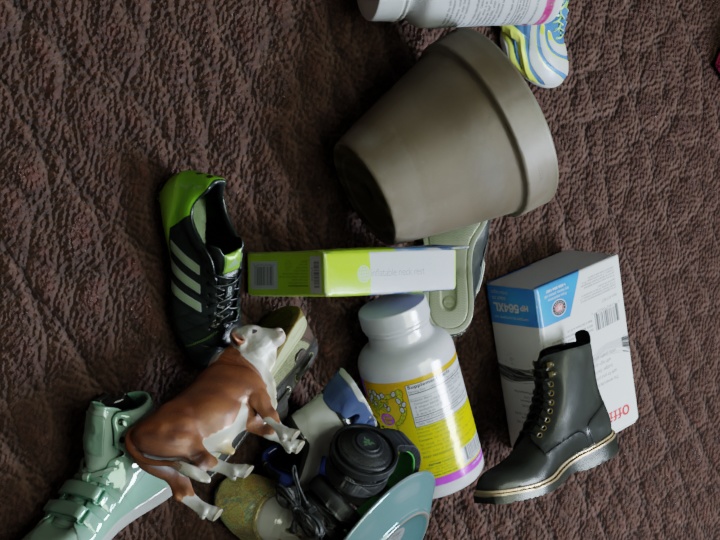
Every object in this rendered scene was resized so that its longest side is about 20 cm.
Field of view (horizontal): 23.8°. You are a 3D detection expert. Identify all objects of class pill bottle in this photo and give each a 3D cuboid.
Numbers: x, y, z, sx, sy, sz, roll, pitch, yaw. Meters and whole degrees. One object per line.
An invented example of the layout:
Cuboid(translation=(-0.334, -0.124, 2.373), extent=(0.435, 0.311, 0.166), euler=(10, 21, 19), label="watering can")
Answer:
Cuboid(translation=(0.057, 0.127, 1.764), extent=(0.104, 0.104, 0.202), euler=(-29, 112, -37), label="pill bottle")
Cuboid(translation=(0.100, -0.304, 1.729), extent=(0.198, 0.113, 0.115), euler=(-5, 97, -17), label="pill bottle")

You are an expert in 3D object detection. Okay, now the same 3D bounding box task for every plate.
Cuboid(translation=(0.015, 0.283, 1.662), extent=(0.200, 0.025, 0.201), euler=(-43, 156, -24), label="plate")

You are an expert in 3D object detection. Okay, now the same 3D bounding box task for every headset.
Cuboid(translation=(-0.009, 0.213, 1.605), extent=(0.199, 0.094, 0.124), euler=(8, 121, -53), label="headset")

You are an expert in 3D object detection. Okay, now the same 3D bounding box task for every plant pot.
Cuboid(translation=(0.075, -0.116, 1.719), extent=(0.172, 0.200, 0.202), euler=(-31, 114, -16), label="plant pot")

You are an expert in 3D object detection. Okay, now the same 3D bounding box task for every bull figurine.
Cuboid(translation=(-0.120, 0.131, 1.533), extent=(0.200, 0.121, 0.065), euler=(-38, 160, -37), label="bull figurine")

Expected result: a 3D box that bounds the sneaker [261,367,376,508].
Cuboid(translation=(-0.037, 0.187, 1.695), extent=(0.114, 0.081, 0.200), euler=(-28, 140, -9), label="sneaker")

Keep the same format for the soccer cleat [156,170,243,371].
Cuboid(translation=(-0.139, 0.007, 1.588), extent=(0.067, 0.081, 0.202), euler=(-22, 108, -39), label="soccer cleat")

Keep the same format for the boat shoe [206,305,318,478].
Cuboid(translation=(-0.099, 0.126, 1.640), extent=(0.065, 0.073, 0.201), euler=(49, 61, -28), label="boat shoe")

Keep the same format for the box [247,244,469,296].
Cuboid(translation=(0.000, 0.000, 1.689), extent=(0.198, 0.121, 0.048), euler=(-2, 91, -42), label="box")

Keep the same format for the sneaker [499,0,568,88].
Cuboid(translation=(0.198, -0.284, 1.865), extent=(0.076, 0.104, 0.201), euler=(-51, 124, -28), label="sneaker")

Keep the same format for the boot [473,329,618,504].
Cuboid(translation=(0.185, 0.157, 1.819), extent=(0.199, 0.077, 0.140), euler=(-22, 104, -41), label="boot")

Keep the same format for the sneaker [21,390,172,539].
Cuboid(translation=(-0.248, 0.183, 1.503), extent=(0.200, 0.073, 0.120), euler=(-37, 124, -46), label="sneaker")

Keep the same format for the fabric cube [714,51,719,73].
Cuboid(translation=(0.606, -0.271, 2.186), extent=(0.200, 0.195, 0.201), euler=(47, 62, -36), label="fabric cube")

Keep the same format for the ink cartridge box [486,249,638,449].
Cuboid(translation=(0.231, 0.094, 1.935), extent=(0.145, 0.084, 0.203), euler=(-20, 107, -39), label="ink cartridge box")

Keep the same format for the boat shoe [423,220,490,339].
Cuboid(translation=(0.102, -0.025, 1.834), extent=(0.068, 0.071, 0.203), euler=(62, 35, -75), label="boat shoe")

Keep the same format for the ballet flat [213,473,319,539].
Cuboid(translation=(-0.061, 0.261, 1.689), extent=(0.200, 0.070, 0.071), euler=(43, 65, -36), label="ballet flat")
